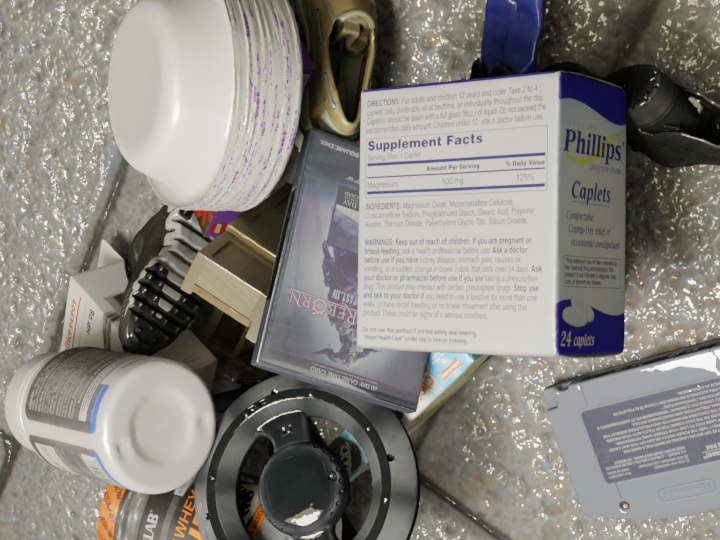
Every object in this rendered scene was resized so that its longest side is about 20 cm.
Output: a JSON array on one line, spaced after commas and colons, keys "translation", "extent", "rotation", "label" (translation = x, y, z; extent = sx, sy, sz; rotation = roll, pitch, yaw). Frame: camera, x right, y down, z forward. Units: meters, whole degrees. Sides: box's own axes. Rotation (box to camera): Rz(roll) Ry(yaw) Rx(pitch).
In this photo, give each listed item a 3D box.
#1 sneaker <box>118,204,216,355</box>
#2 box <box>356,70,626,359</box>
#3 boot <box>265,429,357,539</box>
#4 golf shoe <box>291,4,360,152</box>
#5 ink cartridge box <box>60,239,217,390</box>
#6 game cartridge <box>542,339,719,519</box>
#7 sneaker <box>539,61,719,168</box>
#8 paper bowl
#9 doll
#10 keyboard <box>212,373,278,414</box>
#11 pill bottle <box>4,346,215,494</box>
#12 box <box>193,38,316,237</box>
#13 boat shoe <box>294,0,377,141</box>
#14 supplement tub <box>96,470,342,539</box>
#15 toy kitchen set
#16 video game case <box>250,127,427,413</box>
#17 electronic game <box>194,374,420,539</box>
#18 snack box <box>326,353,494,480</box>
[{"translation": [-0.186, 0.006, 1.330], "extent": [0.066, 0.200, 0.090], "rotation": [36, 138, -23], "label": "sneaker"}, {"translation": [0.097, -0.038, 1.068], "extent": [0.183, 0.105, 0.201], "rotation": [1, 89, 40], "label": "box"}, {"translation": [-0.089, 0.248, 1.380], "extent": [0.153, 0.073, 0.204], "rotation": [-18, 97, 26], "label": "boot"}, {"translation": [-0.037, -0.132, 1.268], "extent": [0.091, 0.075, 0.201], "rotation": [-22, 84, 40], "label": "golf shoe"}, {"translation": [-0.229, 0.075, 1.380], "extent": [0.200, 0.067, 0.116], "rotation": [43, 134, 31], "label": "ink cartridge box"}, {"translation": [0.261, 0.136, 1.186], "extent": [0.200, 0.041, 0.134], "rotation": [-18, 90, 31], "label": "game cartridge"}, {"translation": [0.219, -0.116, 1.121], "extent": [0.200, 0.104, 0.060], "rotation": [11, 74, 60], "label": "sneaker"}, {"translation": [-0.137, -0.149, 1.166], "extent": [0.200, 0.104, 0.202], "rotation": [2, 93, 58], "label": "paper bowl"}, {"translation": [0.110, -0.145, 1.165], "extent": [0.136, 0.048, 0.201], "rotation": [20, 102, 60], "label": "doll"}, {"translation": [-0.063, 0.121, 1.301], "extent": [0.200, 0.104, 0.040], "rotation": [-19, 64, 43], "label": "keyboard"}, {"translation": [-0.225, 0.126, 1.251], "extent": [0.200, 0.114, 0.114], "rotation": [4, 105, 50], "label": "pill bottle"}, {"translation": [-0.111, -0.146, 1.259], "extent": [0.200, 0.039, 0.137], "rotation": [-61, 40, 38], "label": "box"}, {"translation": [-0.011, -0.205, 1.195], "extent": [0.076, 0.071, 0.201], "rotation": [154, 115, -65], "label": "boat shoe"}, {"translation": [-0.127, 0.237, 1.283], "extent": [0.199, 0.123, 0.123], "rotation": [14, 109, 18], "label": "supplement tub"}, {"translation": [-0.066, 0.059, 1.253], "extent": [0.163, 0.200, 0.181], "rotation": [32, 117, 6], "label": "toy kitchen set"}, {"translation": [0.000, 0.000, 1.155], "extent": [0.019, 0.142, 0.201], "rotation": [-25, 49, 62], "label": "video game case"}, {"translation": [-0.046, 0.183, 1.193], "extent": [0.199, 0.042, 0.201], "rotation": [-5, 75, 17], "label": "electronic game"}, {"translation": [0.049, 0.110, 1.249], "extent": [0.037, 0.116, 0.200], "rotation": [49, 120, 9], "label": "snack box"}]
